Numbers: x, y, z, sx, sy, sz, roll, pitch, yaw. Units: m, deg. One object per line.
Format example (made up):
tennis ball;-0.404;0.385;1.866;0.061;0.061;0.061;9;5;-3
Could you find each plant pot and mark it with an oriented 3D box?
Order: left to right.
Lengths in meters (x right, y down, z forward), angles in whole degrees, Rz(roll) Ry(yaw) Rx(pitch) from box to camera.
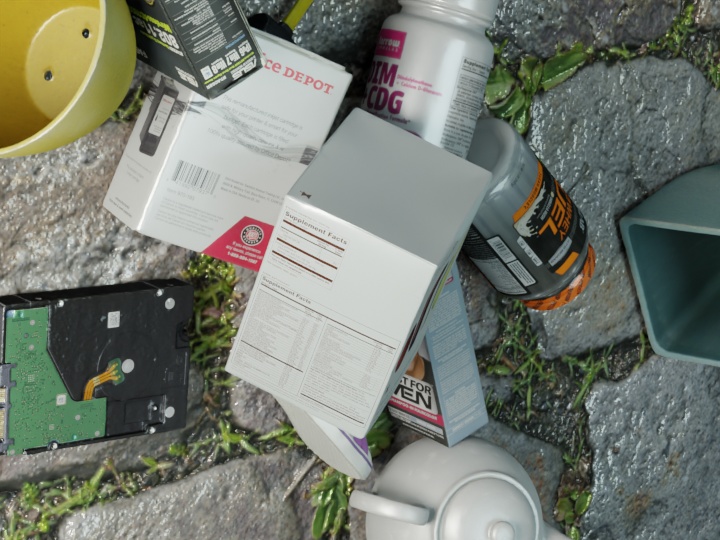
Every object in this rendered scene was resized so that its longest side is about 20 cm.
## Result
plant pot;-0.257;-0.179;1.485;0.142;0.199;0.201;16;92;-68
plant pot;0.446;-0.023;2.131;0.200;0.196;0.197;-43;127;-35

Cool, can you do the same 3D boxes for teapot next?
teapot;0.106;0.258;1.880;0.199;0.146;0.198;-32;101;-20

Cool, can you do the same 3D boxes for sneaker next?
sneaker;-0.021;0.112;1.836;0.114;0.072;0.201;-49;129;-23

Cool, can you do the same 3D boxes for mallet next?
mallet;-0.037;-0.260;1.739;0.200;0.041;0.066;-52;128;-22

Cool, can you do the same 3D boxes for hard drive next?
hard drive;-0.242;0.084;1.656;0.199;0.038;0.141;-7;107;-40

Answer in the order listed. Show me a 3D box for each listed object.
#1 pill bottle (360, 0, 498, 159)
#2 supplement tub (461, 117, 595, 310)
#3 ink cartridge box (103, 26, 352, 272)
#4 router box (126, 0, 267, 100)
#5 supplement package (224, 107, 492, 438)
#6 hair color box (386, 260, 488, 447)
pill bottle;0.064;-0.182;1.794;0.113;0.113;0.201;13;93;-42
supplement tub;0.155;-0.053;1.905;0.123;0.122;0.200;-56;131;-14
ink cartridge box;-0.118;-0.117;1.647;0.145;0.083;0.201;19;98;-34
router box;-0.170;-0.237;1.516;0.062;0.200;0.150;-35;123;-14
supplement package;0.000;0.000;1.675;0.191;0.147;0.201;-56;170;-55
hair color box;0.060;0.068;1.873;0.060;0.099;0.201;-29;120;-31
